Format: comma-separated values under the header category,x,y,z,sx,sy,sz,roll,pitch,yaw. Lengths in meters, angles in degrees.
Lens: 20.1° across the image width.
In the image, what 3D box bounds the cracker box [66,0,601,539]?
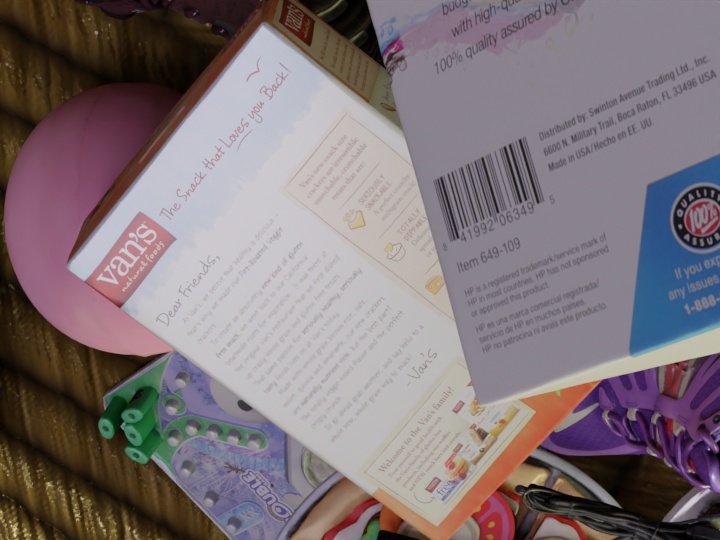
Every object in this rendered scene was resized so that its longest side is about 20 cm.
category,x,y,z,sx,sy,sz,roll,pitch,yaw
cracker box,0.000,0.000,0.830,0.200,0.058,0.134,38,111,-13

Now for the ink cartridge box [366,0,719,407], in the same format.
category,x,y,z,sx,sy,sz,roll,pitch,yaw
ink cartridge box,0.106,-0.079,0.651,0.146,0.145,0.201,-23,79,47

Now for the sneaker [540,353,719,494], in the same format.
category,x,y,z,sx,sy,sz,roll,pitch,yaw
sneaker,0.145,0.060,0.889,0.199,0.084,0.081,-9,129,45

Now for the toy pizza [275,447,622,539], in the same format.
category,x,y,z,sx,sy,sz,roll,pitch,yaw
toy pizza,0.047,0.177,0.956,0.199,0.032,0.202,0,98,3

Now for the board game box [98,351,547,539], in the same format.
category,x,y,z,sx,sy,sz,roll,pitch,yaw
board game box,-0.011,0.102,1.041,0.200,0.026,0.200,-33,107,37

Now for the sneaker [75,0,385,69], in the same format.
category,x,y,z,sx,sy,sz,roll,pitch,yaw
sneaker,-0.059,-0.123,0.882,0.200,0.076,0.115,49,135,-3

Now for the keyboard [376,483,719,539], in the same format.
category,x,y,z,sx,sy,sz,roll,pitch,yaw
keyboard,0.100,0.158,0.926,0.199,0.021,0.128,15,98,0

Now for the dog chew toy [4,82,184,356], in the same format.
category,x,y,z,sx,sy,sz,roll,pitch,yaw
dog chew toy,-0.056,-0.027,0.913,0.199,0.125,0.125,-5,122,17

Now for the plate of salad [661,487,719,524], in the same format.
category,x,y,z,sx,sy,sz,roll,pitch,yaw
plate of salad,0.224,0.176,0.952,0.199,0.048,0.201,6,112,14
